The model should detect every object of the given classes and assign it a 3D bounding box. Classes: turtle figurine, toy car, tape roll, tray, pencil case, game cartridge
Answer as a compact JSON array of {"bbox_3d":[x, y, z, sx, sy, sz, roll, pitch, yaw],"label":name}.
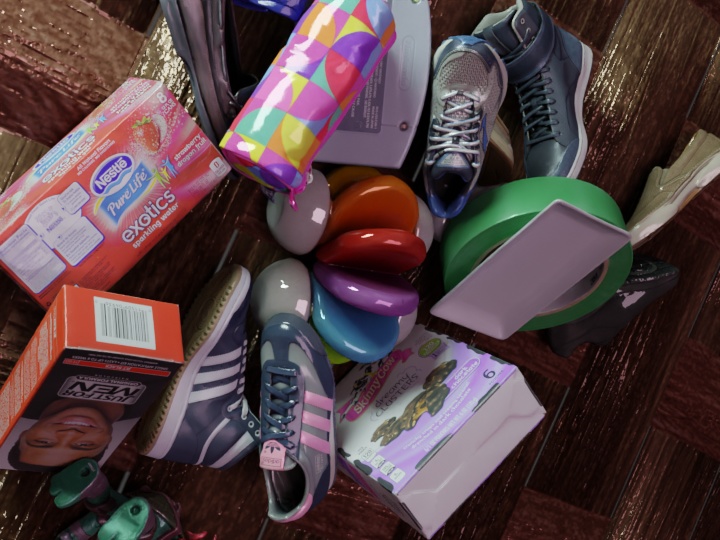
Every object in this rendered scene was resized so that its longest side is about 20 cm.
[{"bbox_3d":[-0.211,0.248,0.944,0.201,0.149,0.101,80,27,-55],"label":"turtle figurine"},{"bbox_3d":[0.000,0.000,0.985,0.174,0.150,0.202,8,97,-32],"label":"toy car"},{"bbox_3d":[0.184,-0.013,1.079,0.199,0.048,0.201,-3,141,-2],"label":"tape roll"},{"bbox_3d":[0.169,-0.001,1.037,0.107,0.022,0.200,22,134,-28],"label":"tray"},{"bbox_3d":[-0.042,-0.156,0.893,0.088,0.088,0.201,35,79,-32],"label":"pencil case"},{"bbox_3d":[0.000,-0.201,0.969,0.132,0.041,0.202,6,98,3],"label":"game cartridge"}]

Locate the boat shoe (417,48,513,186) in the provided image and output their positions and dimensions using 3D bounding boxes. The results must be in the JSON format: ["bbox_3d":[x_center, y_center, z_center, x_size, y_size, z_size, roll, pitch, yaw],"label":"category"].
[{"bbox_3d":[0.092,-0.174,1.056,0.200,0.072,0.065,43,41,-28],"label":"boat shoe"}]

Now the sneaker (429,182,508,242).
[{"bbox_3d":[0.170,-0.061,1.109,0.199,0.088,0.076,-6,106,-29],"label":"sneaker"}]

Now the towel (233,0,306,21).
[{"bbox_3d":[-0.091,-0.334,0.887,0.147,0.050,0.201,19,99,-9],"label":"towel"}]

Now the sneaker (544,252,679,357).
[{"bbox_3d":[0.298,0.040,1.227,0.199,0.076,0.091,-19,120,-19],"label":"sneaker"}]

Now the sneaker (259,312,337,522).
[{"bbox_3d":[-0.065,0.142,0.951,0.082,0.070,0.202,-42,128,-57],"label":"sneaker"}]

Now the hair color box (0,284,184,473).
[{"bbox_3d":[-0.235,0.099,0.853,0.101,0.062,0.200,12,139,-31],"label":"hair color box"}]

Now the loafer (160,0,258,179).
[{"bbox_3d":[-0.118,-0.170,0.898,0.062,0.072,0.201,-13,126,5],"label":"loafer"}]

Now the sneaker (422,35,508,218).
[{"bbox_3d":[0.098,-0.131,0.987,0.076,0.086,0.201,7,137,6],"label":"sneaker"}]

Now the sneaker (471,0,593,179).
[{"bbox_3d":[0.173,-0.185,1.061,0.146,0.077,0.204,30,58,-37],"label":"sneaker"}]

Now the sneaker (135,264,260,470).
[{"bbox_3d":[-0.127,0.099,0.979,0.108,0.070,0.201,24,95,-27],"label":"sneaker"}]

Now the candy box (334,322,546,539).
[{"bbox_3d":[0.056,0.148,1.023,0.168,0.200,0.072,-44,119,-15],"label":"candy box"}]

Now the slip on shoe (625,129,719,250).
[{"bbox_3d":[0.371,-0.096,1.240,0.200,0.076,0.061,-40,79,-8],"label":"slip on shoe"}]

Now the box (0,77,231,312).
[{"bbox_3d":[-0.223,-0.062,0.870,0.200,0.095,0.100,-46,121,-13],"label":"box"}]
